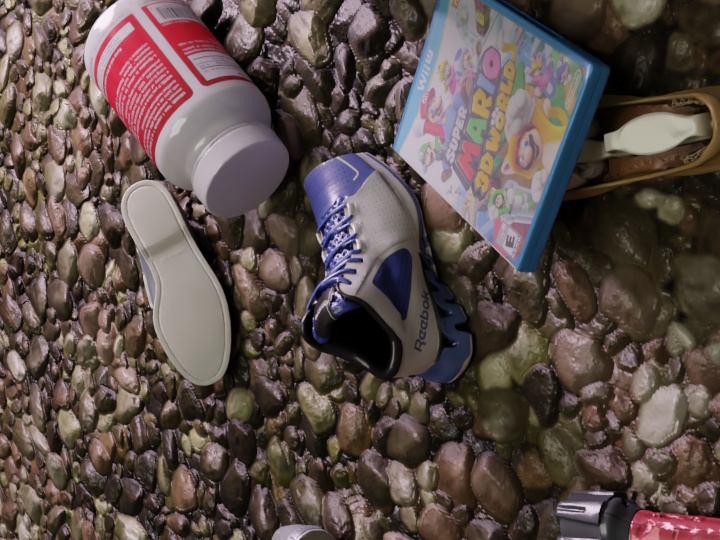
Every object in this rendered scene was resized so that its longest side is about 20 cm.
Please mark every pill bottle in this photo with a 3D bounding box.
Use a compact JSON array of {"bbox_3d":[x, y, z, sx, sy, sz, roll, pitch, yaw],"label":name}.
[{"bbox_3d":[-0.150,-0.145,1.023,0.200,0.112,0.113,51,127,27],"label":"pill bottle"}]

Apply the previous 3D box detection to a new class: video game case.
[{"bbox_3d":[0.089,-0.109,0.815,0.200,0.018,0.144,51,131,52],"label":"video game case"}]

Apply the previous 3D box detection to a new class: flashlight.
[{"bbox_3d":[0.217,0.170,0.743,0.199,0.068,0.069,-3,95,44],"label":"flashlight"}]

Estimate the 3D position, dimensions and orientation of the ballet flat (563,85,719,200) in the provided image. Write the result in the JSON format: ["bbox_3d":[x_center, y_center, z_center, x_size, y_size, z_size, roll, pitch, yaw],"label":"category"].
[{"bbox_3d":[0.162,-0.086,0.762,0.199,0.063,0.070,-10,89,45],"label":"ballet flat"}]

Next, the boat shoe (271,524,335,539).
[{"bbox_3d":[-0.042,0.321,1.026,0.071,0.069,0.203,-4,93,61],"label":"boat shoe"}]

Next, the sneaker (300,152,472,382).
[{"bbox_3d":[0.000,0.001,0.896,0.080,0.114,0.201,-42,68,38],"label":"sneaker"}]

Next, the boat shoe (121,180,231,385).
[{"bbox_3d":[-0.172,0.012,1.118,0.062,0.072,0.202,115,133,-85],"label":"boat shoe"}]
